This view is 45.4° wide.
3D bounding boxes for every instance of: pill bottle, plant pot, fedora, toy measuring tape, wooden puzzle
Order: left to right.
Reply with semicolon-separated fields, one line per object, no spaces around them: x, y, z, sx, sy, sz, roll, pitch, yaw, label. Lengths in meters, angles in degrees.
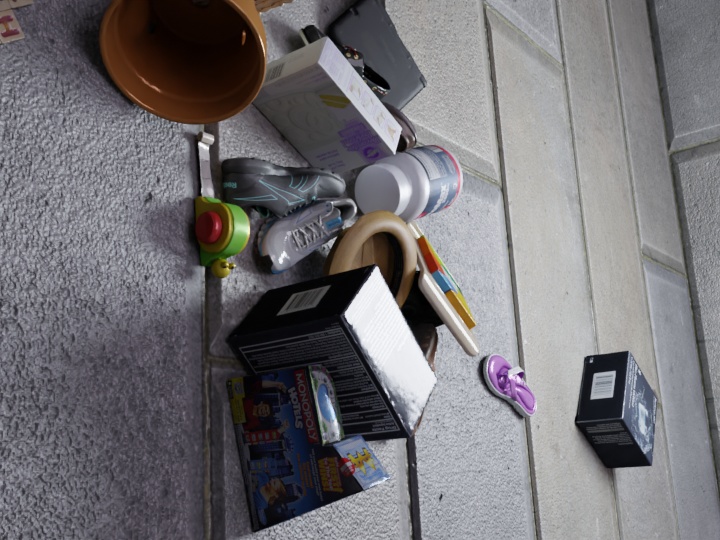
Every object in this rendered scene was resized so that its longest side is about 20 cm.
-0.207;-0.304;1.067;0.200;0.199;0.141;45;34;-36;plant pot
-0.181;-0.091;1.129;0.073;0.073;0.203;10;72;-52;toy measuring tape
0.000;0.000;1.315;0.199;0.081;0.203;-21;121;-39;fedora
0.080;-0.145;1.464;0.199;0.119;0.121;-21;96;-53;pill bottle
0.141;0.024;1.455;0.186;0.037;0.201;53;15;-27;wooden puzzle

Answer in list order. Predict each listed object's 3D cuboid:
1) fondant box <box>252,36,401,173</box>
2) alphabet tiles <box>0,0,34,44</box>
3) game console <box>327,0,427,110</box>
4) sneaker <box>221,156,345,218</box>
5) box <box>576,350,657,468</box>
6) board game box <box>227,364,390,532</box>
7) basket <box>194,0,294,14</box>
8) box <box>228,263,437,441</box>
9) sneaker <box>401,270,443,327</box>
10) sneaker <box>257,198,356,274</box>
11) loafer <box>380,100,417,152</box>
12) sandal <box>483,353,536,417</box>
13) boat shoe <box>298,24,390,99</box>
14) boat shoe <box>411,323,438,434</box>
-0.052;-0.237;1.289;0.200;0.143;0.059;44;47;-37;fondant box
-0.439;-0.309;0.896;0.200;0.006;0.168;-41;112;-52;alphabet tiles
0.025;-0.398;1.555;0.176;0.116;0.201;-45;119;-17;game console
-0.110;-0.112;1.228;0.198;0.075;0.080;3;88;-35;sneaker
0.616;0.333;2.056;0.200;0.116;0.198;52;42;-33;box
-0.064;0.220;1.081;0.061;0.198;0.203;-6;85;-53;board game box
-0.167;-0.454;1.161;0.161;0.196;0.201;52;41;-37;basket
-0.034;0.120;1.156;0.200;0.198;0.123;62;38;-21;box
0.082;0.041;1.463;0.199;0.075;0.092;26;50;-56;sneaker
-0.073;-0.063;1.257;0.200;0.086;0.076;-45;117;-49;sneaker
-0.002;-0.241;1.392;0.198;0.073;0.072;28;66;-7;loafer
0.310;0.225;1.724;0.202;0.049;0.083;41;49;-40;sandal
-0.025;-0.342;1.415;0.201;0.063;0.074;36;28;-44;boat shoe
0.086;0.181;1.417;0.072;0.075;0.202;49;53;-38;boat shoe
